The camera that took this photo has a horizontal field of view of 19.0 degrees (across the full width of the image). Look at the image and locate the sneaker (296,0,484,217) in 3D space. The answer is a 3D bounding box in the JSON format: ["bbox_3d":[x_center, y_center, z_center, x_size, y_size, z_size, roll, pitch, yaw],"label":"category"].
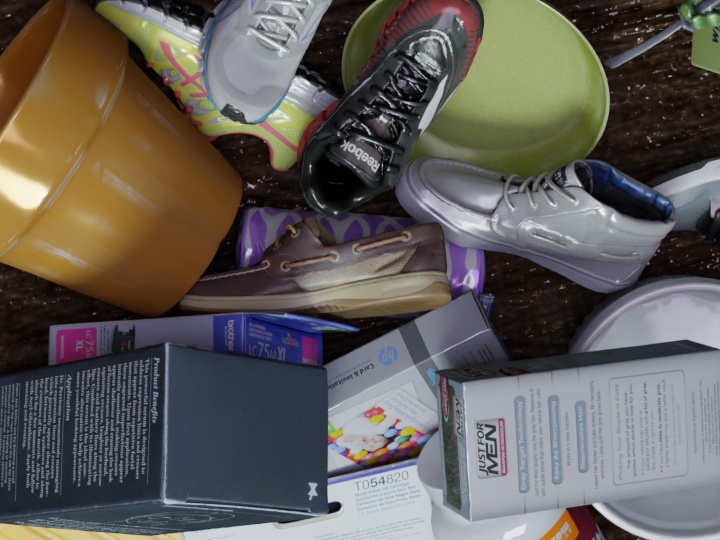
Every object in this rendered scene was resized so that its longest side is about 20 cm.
[{"bbox_3d":[0.020,-0.113,1.512,0.071,0.098,0.201,34,119,-11],"label":"sneaker"}]

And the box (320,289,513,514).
[{"bbox_3d":[0.021,0.106,1.606,0.199,0.156,0.041,-26,58,4],"label":"box"}]

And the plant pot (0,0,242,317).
[{"bbox_3d":[-0.192,-0.066,1.544,0.183,0.200,0.201,34,98,-19],"label":"plant pot"}]

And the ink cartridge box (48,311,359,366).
[{"bbox_3d":[-0.113,0.058,1.562,0.199,0.119,0.042,-7,79,26],"label":"ink cartridge box"}]

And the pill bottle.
[{"bbox_3d":[0.122,0.206,1.618,0.112,0.113,0.201,-29,119,3],"label":"pill bottle"}]

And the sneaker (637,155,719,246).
[{"bbox_3d":[0.304,-0.021,1.609,0.198,0.084,0.122,-10,70,-1],"label":"sneaker"}]

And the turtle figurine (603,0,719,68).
[{"bbox_3d":[0.204,-0.206,1.479,0.199,0.194,0.144,-35,112,-4],"label":"turtle figurine"}]

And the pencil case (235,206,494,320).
[{"bbox_3d":[0.000,0.000,1.618,0.198,0.084,0.086,7,122,-2],"label":"pencil case"}]

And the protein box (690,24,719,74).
[{"bbox_3d":[0.334,-0.231,1.515,0.134,0.200,0.200,0,101,-11],"label":"protein box"}]

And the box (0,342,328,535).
[{"bbox_3d":[-0.141,0.122,1.495,0.148,0.199,0.108,12,73,-44],"label":"box"}]

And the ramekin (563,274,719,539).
[{"bbox_3d":[0.242,0.097,1.631,0.198,0.105,0.202,0,100,-3],"label":"ramekin"}]

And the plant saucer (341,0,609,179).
[{"bbox_3d":[0.085,-0.142,1.570,0.198,0.031,0.201,9,137,9],"label":"plant saucer"}]

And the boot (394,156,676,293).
[{"bbox_3d":[0.131,-0.056,1.573,0.199,0.074,0.096,19,140,-12],"label":"boot"}]

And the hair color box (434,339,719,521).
[{"bbox_3d":[0.157,0.111,1.519,0.198,0.061,0.100,-6,98,-18],"label":"hair color box"}]

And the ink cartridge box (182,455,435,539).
[{"bbox_3d":[-0.032,0.242,1.651,0.198,0.041,0.201,-11,114,-8],"label":"ink cartridge box"}]

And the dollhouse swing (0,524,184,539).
[{"bbox_3d":[-0.233,0.242,1.615,0.175,0.182,0.201,32,98,12],"label":"dollhouse swing"}]

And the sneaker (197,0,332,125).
[{"bbox_3d":[-0.052,-0.198,1.524,0.075,0.087,0.201,28,66,-17],"label":"sneaker"}]

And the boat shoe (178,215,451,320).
[{"bbox_3d":[-0.034,-0.003,1.544,0.198,0.072,0.073,-6,80,14],"label":"boat shoe"}]

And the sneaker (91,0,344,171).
[{"bbox_3d":[-0.115,-0.138,1.587,0.199,0.078,0.091,28,106,-5],"label":"sneaker"}]
